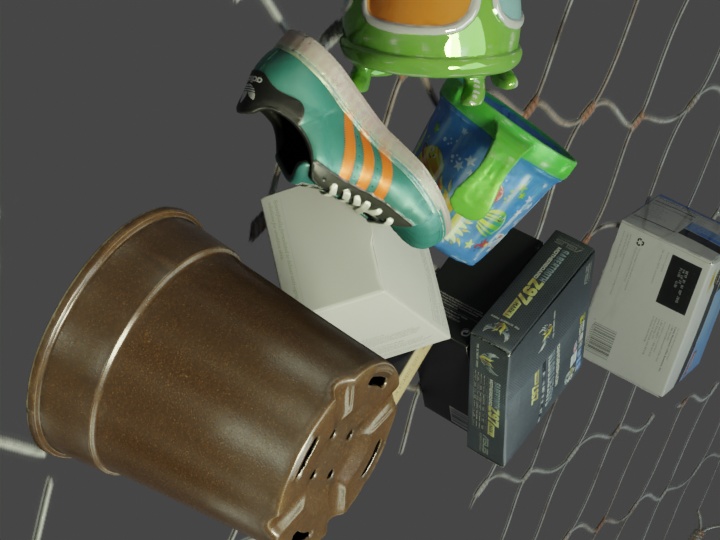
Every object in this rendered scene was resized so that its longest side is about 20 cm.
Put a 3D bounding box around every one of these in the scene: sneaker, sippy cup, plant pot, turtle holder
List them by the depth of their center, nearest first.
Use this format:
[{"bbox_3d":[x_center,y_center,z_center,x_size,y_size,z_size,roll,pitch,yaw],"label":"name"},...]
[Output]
[{"bbox_3d":[-0.093,0.087,1.362,0.200,0.198,0.200,-49,156,-31],"label":"plant pot"},{"bbox_3d":[-0.016,-0.077,1.426,0.080,0.071,0.200,-49,114,-17],"label":"sneaker"},{"bbox_3d":[0.065,-0.203,1.460,0.185,0.141,0.132,-17,114,-50],"label":"turtle holder"},{"bbox_3d":[0.097,-0.082,1.702,0.130,0.140,0.178,-55,150,10],"label":"sippy cup"}]

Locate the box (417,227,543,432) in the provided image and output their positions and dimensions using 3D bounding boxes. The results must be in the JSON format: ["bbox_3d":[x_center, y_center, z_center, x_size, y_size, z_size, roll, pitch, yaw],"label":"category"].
[{"bbox_3d":[0.123,0.058,1.980,0.141,0.079,0.200,-50,155,-21],"label":"box"}]

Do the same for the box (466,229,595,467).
[{"bbox_3d":[0.168,0.080,1.937,0.158,0.051,0.200,-47,153,-30],"label":"box"}]

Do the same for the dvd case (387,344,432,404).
[{"bbox_3d":[-0.018,0.128,1.698,0.200,0.016,0.149,-59,-158,-9],"label":"dvd case"}]

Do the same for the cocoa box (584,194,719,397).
[{"bbox_3d":[0.377,0.030,2.446,0.131,0.133,0.200,-30,142,-54],"label":"cocoa box"}]

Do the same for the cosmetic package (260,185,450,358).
[{"bbox_3d":[0.000,0.000,1.564,0.200,0.085,0.108,36,39,-67],"label":"cosmetic package"}]
